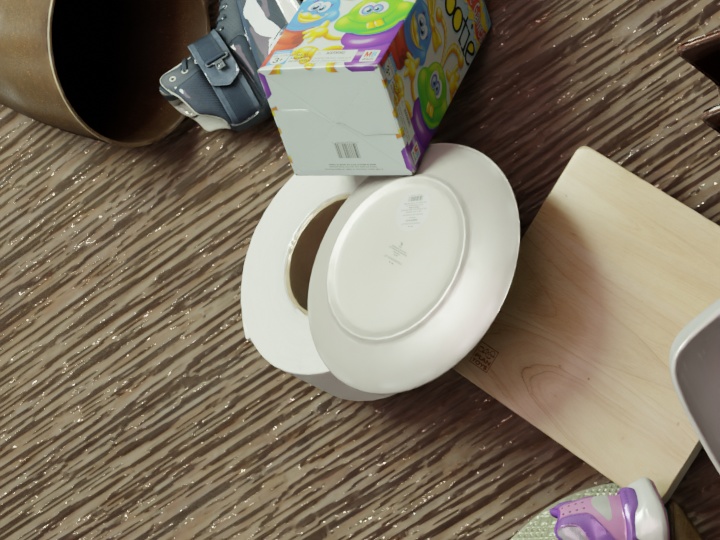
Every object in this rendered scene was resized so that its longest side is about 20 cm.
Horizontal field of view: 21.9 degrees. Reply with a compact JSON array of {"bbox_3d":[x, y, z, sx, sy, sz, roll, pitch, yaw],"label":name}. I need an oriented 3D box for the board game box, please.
[{"bbox_3d":[0.015,-0.175,1.452,0.105,0.103,0.200,1,41,26],"label":"board game box"}]

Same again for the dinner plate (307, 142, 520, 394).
[{"bbox_3d":[0.032,-0.006,1.384,0.200,0.024,0.200,-20,56,33],"label":"dinner plate"}]

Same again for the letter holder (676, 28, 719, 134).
[{"bbox_3d":[0.342,-0.133,1.323,0.200,0.142,0.101,-16,76,23],"label":"letter holder"}]

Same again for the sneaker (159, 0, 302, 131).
[{"bbox_3d":[-0.122,-0.214,1.586,0.146,0.077,0.203,-30,71,5],"label":"sneaker"}]

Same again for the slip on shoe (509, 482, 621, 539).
[{"bbox_3d":[0.146,0.233,1.415,0.200,0.061,0.074,-39,34,4],"label":"slip on shoe"}]

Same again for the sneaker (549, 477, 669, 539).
[{"bbox_3d":[0.166,0.240,1.344,0.088,0.081,0.200,-2,116,-6],"label":"sneaker"}]

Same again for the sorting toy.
[{"bbox_3d":[0.204,0.043,1.405,0.200,0.070,0.199,35,98,26],"label":"sorting toy"}]

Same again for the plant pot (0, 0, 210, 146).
[{"bbox_3d":[-0.266,-0.205,1.627,0.200,0.187,0.187,6,85,40],"label":"plant pot"}]

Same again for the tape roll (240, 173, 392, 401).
[{"bbox_3d":[0.000,0.000,1.476,0.202,0.071,0.203,-20,57,34],"label":"tape roll"}]

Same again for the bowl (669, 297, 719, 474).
[{"bbox_3d":[0.326,0.078,1.296,0.200,0.075,0.200,-32,101,3],"label":"bowl"}]

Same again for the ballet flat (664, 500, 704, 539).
[{"bbox_3d":[0.247,0.271,1.360,0.072,0.068,0.200,4,84,6],"label":"ballet flat"}]
